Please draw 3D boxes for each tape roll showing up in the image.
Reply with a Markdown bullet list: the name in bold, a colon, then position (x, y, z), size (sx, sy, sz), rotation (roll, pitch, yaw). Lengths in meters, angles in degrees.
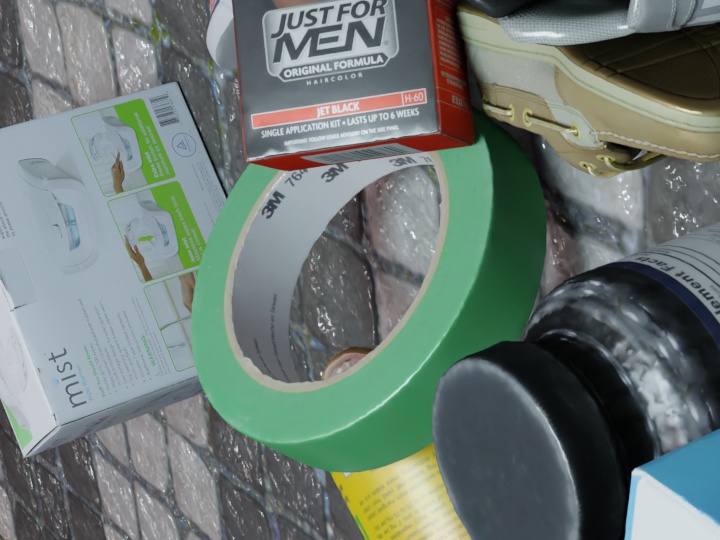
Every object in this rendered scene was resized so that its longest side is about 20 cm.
- **tape roll**: position (0.000, 0.000, 0.906), size (0.200, 0.048, 0.201), rotation (-23, 52, 33)

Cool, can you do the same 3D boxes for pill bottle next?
- **pill bottle**: position (0.130, 0.042, 0.672), size (0.112, 0.199, 0.112), rotation (37, 137, 45)
- **pill bottle**: position (0.063, 0.139, 0.939), size (0.201, 0.111, 0.111), rotation (62, 150, 14)

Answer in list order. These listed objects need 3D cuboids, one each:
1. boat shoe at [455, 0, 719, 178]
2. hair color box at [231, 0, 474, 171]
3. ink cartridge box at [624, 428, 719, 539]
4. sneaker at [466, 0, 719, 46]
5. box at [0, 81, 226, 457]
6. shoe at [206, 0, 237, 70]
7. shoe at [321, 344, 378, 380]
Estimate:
- **boat shoe**: position (0.110, -0.077, 0.778), size (0.200, 0.074, 0.067), rotation (-140, 37, -59)
- **hair color box**: position (-0.009, -0.154, 0.848), size (0.101, 0.061, 0.201), rotation (-7, 86, 19)
- **ink cartridge box**: position (0.204, 0.123, 0.594), size (0.146, 0.199, 0.147), rotation (37, 137, 43)
- **sneaker**: position (0.072, -0.147, 0.747), size (0.200, 0.115, 0.075), rotation (35, 135, 47)
- **box**: position (-0.174, -0.003, 1.200), size (0.201, 0.176, 0.097), rotation (66, 151, 8)
- **shoe**: position (-0.048, -0.202, 0.976), size (0.091, 0.071, 0.200), rotation (61, 145, 20)
- **shoe**: position (0.044, 0.132, 1.041), size (0.070, 0.053, 0.201), rotation (-27, 84, 21)
